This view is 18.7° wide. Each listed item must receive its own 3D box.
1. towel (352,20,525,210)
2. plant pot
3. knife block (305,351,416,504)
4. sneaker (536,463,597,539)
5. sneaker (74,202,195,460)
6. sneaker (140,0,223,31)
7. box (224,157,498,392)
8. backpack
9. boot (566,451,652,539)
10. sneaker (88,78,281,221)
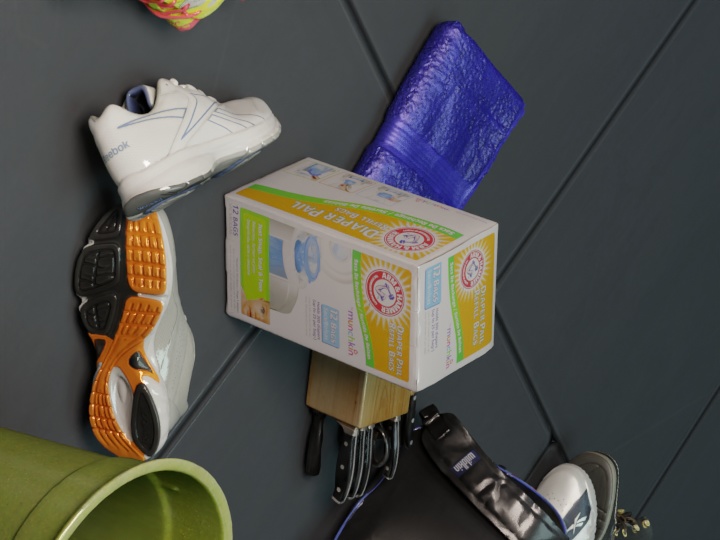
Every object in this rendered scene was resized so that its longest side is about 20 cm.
[{"bbox_3d":[0.064,-0.098,1.875,0.201,0.049,0.148,-62,146,-10],"label":"towel"},{"bbox_3d":[-0.225,0.193,1.513,0.200,0.190,0.201,-29,128,-44],"label":"plant pot"},{"bbox_3d":[-0.007,0.093,1.865,0.176,0.064,0.200,-56,144,-19],"label":"knife block"},{"bbox_3d":[0.163,0.285,2.182,0.200,0.079,0.129,-61,154,6],"label":"sneaker"},{"bbox_3d":[-0.162,0.035,1.636,0.092,0.075,0.201,-42,140,-62],"label":"sneaker"},{"bbox_3d":[-0.133,-0.207,1.528,0.200,0.078,0.091,-23,127,-47],"label":"sneaker"},{"bbox_3d":[0.000,0.000,1.706,0.101,0.200,0.113,-27,128,-44],"label":"box"},{"bbox_3d":[0.088,0.259,1.972,0.200,0.190,0.154,-55,159,-19],"label":"backpack"},{"bbox_3d":[0.255,0.268,2.310,0.154,0.073,0.204,-18,126,-52],"label":"boot"},{"bbox_3d":[-0.124,-0.104,1.593,0.087,0.074,0.200,59,28,-1],"label":"sneaker"}]
